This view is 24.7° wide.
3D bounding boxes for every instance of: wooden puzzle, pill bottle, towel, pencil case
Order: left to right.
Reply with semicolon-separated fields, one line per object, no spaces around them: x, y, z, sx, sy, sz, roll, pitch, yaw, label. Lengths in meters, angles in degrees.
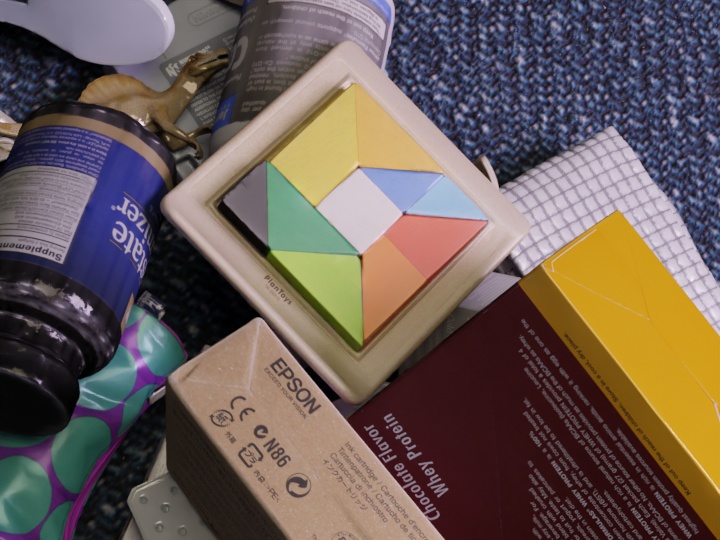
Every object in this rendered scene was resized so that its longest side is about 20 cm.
-0.197;-0.001;1.056;0.112;0.112;0.201;21;57;-10;pill bottle
-0.193;0.110;1.098;0.092;0.085;0.200;26;63;10;pencil case
-0.046;-0.114;1.184;0.113;0.114;0.201;17;67;-12;pill bottle
-0.004;-0.038;1.086;0.185;0.037;0.200;45;62;1;wooden puzzle
0.181;0.010;1.270;0.165;0.086;0.200;-28;81;-30;towel

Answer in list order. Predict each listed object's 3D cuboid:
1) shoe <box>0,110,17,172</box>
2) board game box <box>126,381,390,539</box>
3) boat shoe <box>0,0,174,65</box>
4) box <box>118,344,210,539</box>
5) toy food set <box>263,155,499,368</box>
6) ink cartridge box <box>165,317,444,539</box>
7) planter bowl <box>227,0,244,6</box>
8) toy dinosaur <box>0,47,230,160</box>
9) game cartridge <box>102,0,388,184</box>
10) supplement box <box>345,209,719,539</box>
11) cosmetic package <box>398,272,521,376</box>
-0.236;-0.059;1.167;0.200;0.053;0.070;46;62;3;shoe
-0.025;0.197;1.080;0.199;0.026;0.200;-22;69;-16;board game box
-0.229;-0.208;1.216;0.201;0.075;0.086;12;29;4;boat shoe
-0.129;0.149;1.130;0.041;0.039;0.201;24;64;-9;box
0.000;0.000;1.175;0.200;0.144;0.060;-35;86;-27;toy food set
-0.034;0.149;0.995;0.075;0.165;0.200;-35;73;-19;ink cartridge box
-0.060;-0.317;1.262;0.199;0.135;0.201;7;55;-11;planter bowl
-0.178;-0.099;1.183;0.199;0.058;0.101;-19;64;-21;toy dinosaur
-0.091;-0.159;1.268;0.200;0.040;0.134;-30;85;-27;game cartridge
0.129;0.109;1.033;0.197;0.200;0.133;52;33;5;supplement box
0.131;0.071;1.151;0.090;0.199;0.107;-27;122;-52;cosmetic package
